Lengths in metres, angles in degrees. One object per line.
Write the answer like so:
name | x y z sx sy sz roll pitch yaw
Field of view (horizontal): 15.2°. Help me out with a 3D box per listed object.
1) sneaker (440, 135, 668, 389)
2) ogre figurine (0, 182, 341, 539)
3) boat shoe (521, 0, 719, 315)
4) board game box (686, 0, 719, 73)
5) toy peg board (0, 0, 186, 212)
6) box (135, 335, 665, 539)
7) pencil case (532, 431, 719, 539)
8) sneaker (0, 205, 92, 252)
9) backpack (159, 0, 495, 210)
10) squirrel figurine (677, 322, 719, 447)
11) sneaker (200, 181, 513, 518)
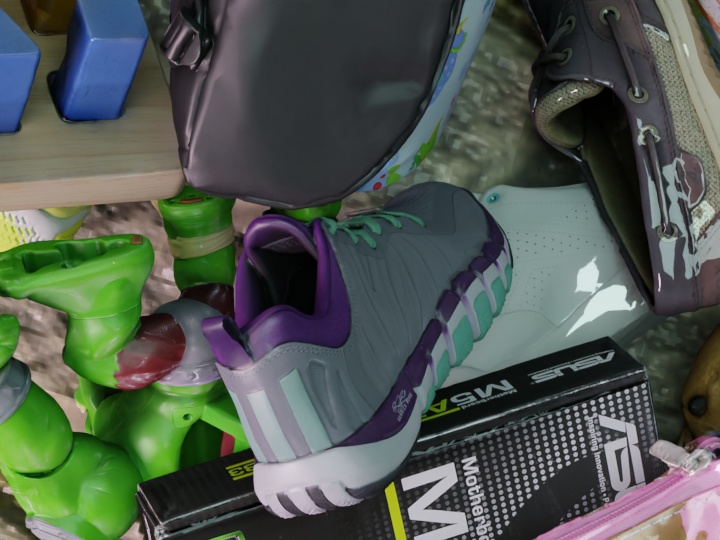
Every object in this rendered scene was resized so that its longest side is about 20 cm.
sneaker | 0.049 0.013 1.070 0.199 0.075 0.089 -31 78 -20
ogre figurine | -0.076 0.034 1.010 0.098 0.200 0.121 3 114 26
boat shoe | 0.098 -0.071 1.049 0.064 0.072 0.201 -19 68 -20
board game box | 0.151 -0.106 1.026 0.034 0.135 0.200 -26 58 -14
toy peg board | -0.171 -0.127 0.970 0.199 0.098 0.200 -6 55 -25
box | 0.030 0.147 1.010 0.192 0.048 0.201 -15 111 -11
pencil case | 0.063 0.130 0.948 0.199 0.083 0.087 -26 84 -9
sneaker | -0.176 -0.090 1.051 0.200 0.076 0.105 39 59 -1
backpack | -0.008 -0.113 1.010 0.153 0.200 0.164 14 99 -18
squirrel figurine | 0.216 0.090 1.064 0.199 0.142 0.188 -18 74 -26
sneaker | 0.000 0.000 0.970 0.074 0.200 0.088 -17 114 23
